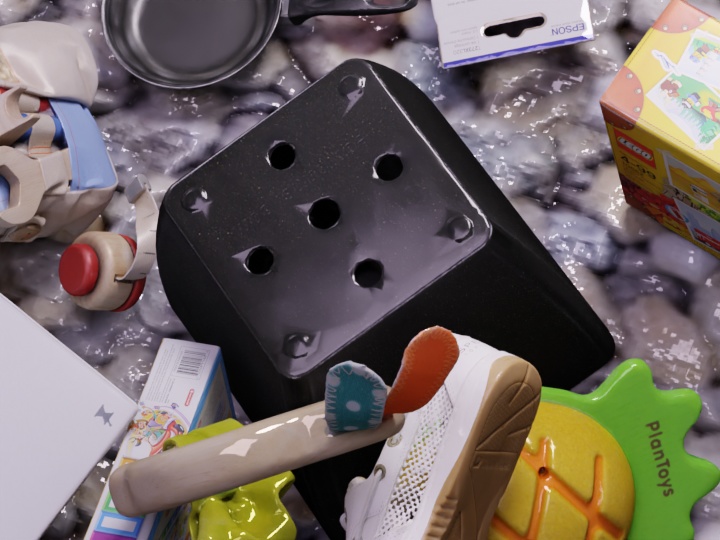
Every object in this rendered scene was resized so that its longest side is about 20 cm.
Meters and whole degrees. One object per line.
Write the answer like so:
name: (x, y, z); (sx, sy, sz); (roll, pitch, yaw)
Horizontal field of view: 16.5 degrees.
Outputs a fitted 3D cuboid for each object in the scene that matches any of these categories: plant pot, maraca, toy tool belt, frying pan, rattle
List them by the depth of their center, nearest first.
rattle: (-0.021, 0.121, 1.210); (0.199, 0.130, 0.144); (-17, 72, 34)
maraca: (0.097, 0.123, 1.345); (0.199, 0.138, 0.107); (-19, 22, -6)
plant pot: (0.000, 0.000, 1.376); (0.200, 0.178, 0.200); (-35, 67, -3)
toy tool belt: (-0.213, -0.062, 1.468); (0.125, 0.123, 0.201); (-44, 59, 35)
frying pan: (-0.068, -0.174, 1.534); (0.189, 0.031, 0.115); (-19, 67, 1)

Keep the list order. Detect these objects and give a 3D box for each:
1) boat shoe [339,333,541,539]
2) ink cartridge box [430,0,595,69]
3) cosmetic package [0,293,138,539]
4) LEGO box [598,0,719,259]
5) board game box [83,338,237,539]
boat shoe: (0.024, 0.127, 1.268); (0.069, 0.071, 0.201); (26, 94, 35)
ink cartridge box: (0.084, -0.214, 1.513); (0.094, 0.037, 0.201); (-10, 66, 8)
cosmetic package: (-0.245, 0.109, 1.361); (0.123, 0.200, 0.200); (40, 80, -17)
LEGO box: (0.239, -0.044, 1.353); (0.200, 0.149, 0.077); (33, 79, 21)
board game box: (-0.111, 0.156, 1.333); (0.034, 0.135, 0.201); (8, 52, 14)
